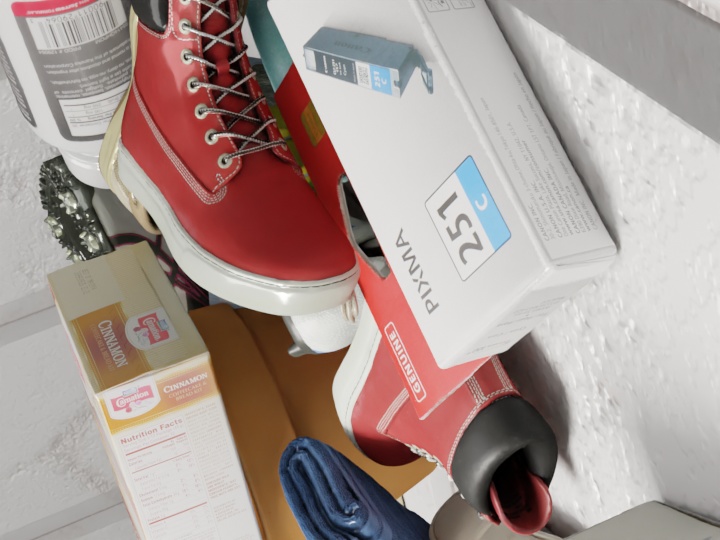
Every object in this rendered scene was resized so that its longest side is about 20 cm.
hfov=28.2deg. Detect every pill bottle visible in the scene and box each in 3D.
[{"bbox_3d":[-0.174,-0.146,0.908,0.201,0.110,0.111,81,163,-52],"label":"pill bottle"}]

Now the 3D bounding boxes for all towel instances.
[{"bbox_3d":[0.030,0.183,0.874,0.200,0.049,0.112,42,-176,-32],"label":"towel"}]

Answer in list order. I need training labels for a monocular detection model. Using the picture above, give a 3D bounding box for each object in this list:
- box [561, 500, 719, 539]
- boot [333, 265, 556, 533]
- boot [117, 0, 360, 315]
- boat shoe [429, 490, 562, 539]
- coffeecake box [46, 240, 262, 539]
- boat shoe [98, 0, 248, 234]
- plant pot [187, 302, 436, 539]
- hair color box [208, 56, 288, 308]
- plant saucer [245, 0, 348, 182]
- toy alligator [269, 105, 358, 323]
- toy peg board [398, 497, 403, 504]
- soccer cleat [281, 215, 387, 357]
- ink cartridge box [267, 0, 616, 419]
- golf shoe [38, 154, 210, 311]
[{"bbox_3d":[0.119,0.215,0.583,0.109,0.127,0.201,-177,67,-77],"label":"box"},{"bbox_3d":[0.049,0.097,0.792,0.145,0.072,0.200,61,161,25],"label":"boot"},{"bbox_3d":[-0.063,-0.078,0.714,0.200,0.072,0.145,42,134,42],"label":"boot"},{"bbox_3d":[0.098,0.177,0.781,0.057,0.067,0.200,42,180,-22],"label":"boat shoe"},{"bbox_3d":[-0.127,0.107,0.920,0.154,0.073,0.201,-129,23,-56],"label":"coffeecake box"},{"bbox_3d":[-0.101,-0.112,0.855,0.065,0.071,0.201,54,137,36],"label":"boat shoe"},{"bbox_3d":[-0.036,0.102,1.009,0.200,0.139,0.201,158,90,-77],"label":"plant pot"},{"bbox_3d":[-0.070,-0.052,0.995,0.200,0.060,0.100,99,180,-66],"label":"hair color box"},{"bbox_3d":[-0.029,-0.151,0.822,0.200,0.036,0.201,159,90,-78],"label":"plant saucer"},{"bbox_3d":[-0.047,-0.034,0.804,0.200,0.054,0.060,-109,12,-51],"label":"toy alligator"},{"bbox_3d":[-0.050,0.142,1.223,0.199,0.097,0.201,-135,27,-61],"label":"toy peg board"},{"bbox_3d":[0.000,0.000,0.892,0.070,0.086,0.200,64,-168,-12],"label":"soccer cleat"},{"bbox_3d":[0.013,-0.048,0.665,0.176,0.045,0.201,-48,61,50],"label":"ink cartridge box"},{"bbox_3d":[-0.165,-0.018,1.059,0.077,0.088,0.201,22,149,45],"label":"golf shoe"}]
